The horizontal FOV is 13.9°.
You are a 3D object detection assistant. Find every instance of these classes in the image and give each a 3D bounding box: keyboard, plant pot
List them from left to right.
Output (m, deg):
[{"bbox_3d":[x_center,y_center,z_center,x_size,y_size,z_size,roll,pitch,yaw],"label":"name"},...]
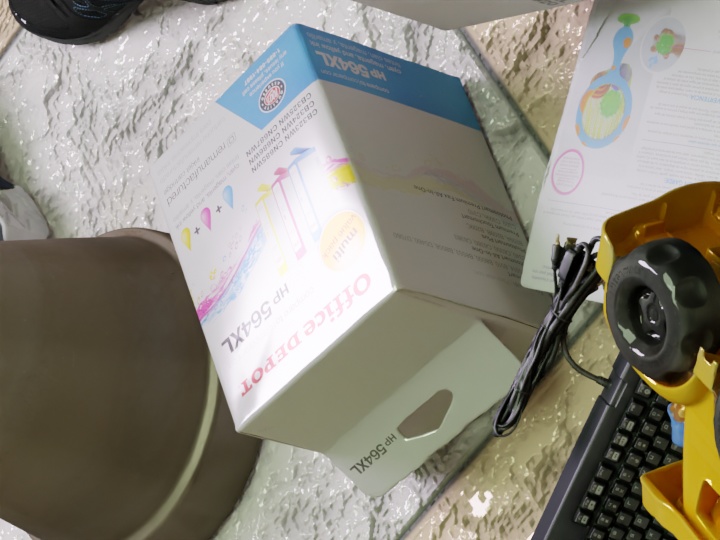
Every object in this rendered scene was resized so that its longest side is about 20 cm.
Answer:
[{"bbox_3d":[-0.178,0.061,1.638,0.200,0.173,0.200,-15,69,42],"label":"plant pot"},{"bbox_3d":[0.126,0.059,1.367,0.021,0.127,0.200,-69,3,-78],"label":"keyboard"}]

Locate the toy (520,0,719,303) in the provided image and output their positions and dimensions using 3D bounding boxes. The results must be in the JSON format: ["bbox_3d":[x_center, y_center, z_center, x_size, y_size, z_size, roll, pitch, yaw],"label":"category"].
[{"bbox_3d":[0.153,-0.078,1.425,0.115,0.047,0.200,12,89,50],"label":"toy"}]

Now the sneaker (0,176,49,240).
[{"bbox_3d":[-0.284,-0.040,1.846,0.130,0.079,0.199,-48,58,14],"label":"sneaker"}]

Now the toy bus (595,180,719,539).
[{"bbox_3d":[0.186,0.082,1.284,0.200,0.136,0.192,47,139,39],"label":"toy bus"}]

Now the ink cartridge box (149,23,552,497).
[{"bbox_3d":[0.000,0.000,1.503,0.129,0.125,0.200,-43,50,29],"label":"ink cartridge box"}]

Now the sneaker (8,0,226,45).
[{"bbox_3d":[-0.153,-0.187,1.753,0.200,0.082,0.073,-13,71,45],"label":"sneaker"}]

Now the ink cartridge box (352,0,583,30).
[{"bbox_3d":[0.046,-0.233,1.393,0.145,0.147,0.200,-10,74,44],"label":"ink cartridge box"}]
